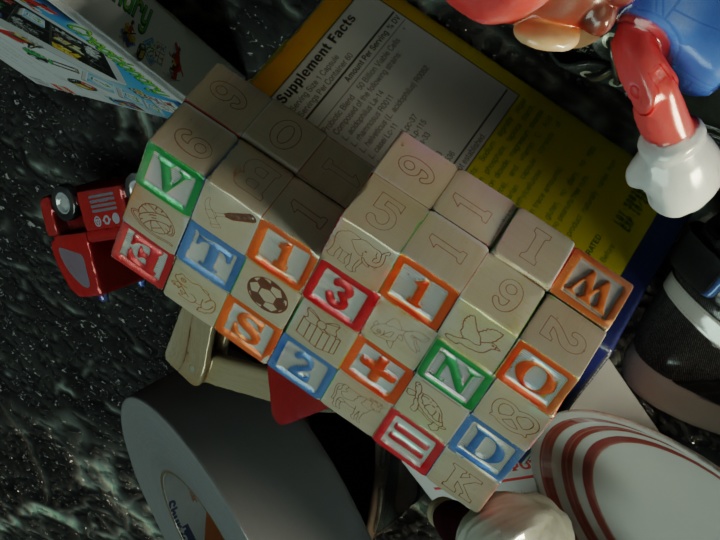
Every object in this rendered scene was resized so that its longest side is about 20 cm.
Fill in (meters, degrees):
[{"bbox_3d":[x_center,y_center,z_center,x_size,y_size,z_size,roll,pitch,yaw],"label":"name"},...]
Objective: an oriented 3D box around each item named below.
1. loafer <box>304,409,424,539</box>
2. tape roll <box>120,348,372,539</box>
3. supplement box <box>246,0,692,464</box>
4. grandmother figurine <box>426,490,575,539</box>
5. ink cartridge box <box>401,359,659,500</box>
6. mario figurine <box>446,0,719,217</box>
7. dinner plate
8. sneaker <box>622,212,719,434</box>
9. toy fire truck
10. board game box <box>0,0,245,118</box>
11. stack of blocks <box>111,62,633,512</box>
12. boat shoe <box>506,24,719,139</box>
[{"bbox_3d":[-0.005,0.073,1.047,0.071,0.063,0.201,11,135,31],"label":"loafer"},{"bbox_3d":[-0.063,0.147,1.102,0.201,0.066,0.201,50,157,30],"label":"tape roll"},{"bbox_3d":[0.035,-0.026,0.877,0.199,0.109,0.110,35,142,4],"label":"supplement box"},{"bbox_3d":[0.076,0.151,0.894,0.121,0.061,0.200,26,165,17],"label":"grandmother figurine"},{"bbox_3d":[0.104,0.114,0.998,0.115,0.068,0.201,-15,119,46],"label":"ink cartridge box"},{"bbox_3d":[0.114,-0.102,0.728,0.198,0.124,0.106,22,132,-6],"label":"mario figurine"},{"bbox_3d":[0.156,0.132,0.824,0.200,0.024,0.201,40,158,20],"label":"dinner plate"},{"bbox_3d":[0.225,0.035,0.821,0.198,0.073,0.113,19,115,-6],"label":"sneaker"},{"bbox_3d":[-0.084,0.010,1.010,0.199,0.049,0.142,-6,100,44],"label":"toy fire truck"},{"bbox_3d":[-0.152,-0.126,0.900,0.125,0.035,0.200,16,171,24],"label":"board game box"},{"bbox_3d":[0.000,0.000,0.793,0.199,0.059,0.115,34,141,4],"label":"stack of blocks"},{"bbox_3d":[0.098,-0.108,0.785,0.199,0.057,0.069,36,142,3],"label":"boat shoe"}]
